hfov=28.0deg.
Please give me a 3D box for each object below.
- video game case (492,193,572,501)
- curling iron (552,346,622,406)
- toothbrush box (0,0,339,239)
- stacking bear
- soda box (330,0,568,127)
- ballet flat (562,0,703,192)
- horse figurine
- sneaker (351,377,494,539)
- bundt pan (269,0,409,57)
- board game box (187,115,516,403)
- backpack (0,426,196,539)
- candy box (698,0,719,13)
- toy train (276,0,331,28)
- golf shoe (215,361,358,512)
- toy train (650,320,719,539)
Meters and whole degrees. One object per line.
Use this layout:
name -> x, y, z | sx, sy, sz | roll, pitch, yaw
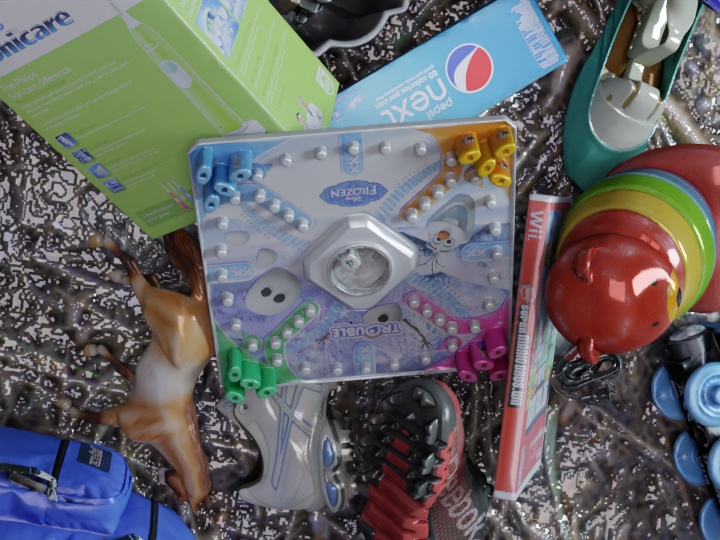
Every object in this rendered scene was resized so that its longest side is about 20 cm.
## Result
video game case -> 0.121, 0.048, 1.003 | 0.017, 0.143, 0.201 | 7, 94, 14
curling iron -> 0.220, 0.025, 1.065 | 0.200, 0.026, 0.050 | -45, 68, -3
toothbrush box -> -0.131, -0.129, 0.892 | 0.145, 0.086, 0.200 | -20, 132, 32
stacking bear -> 0.179, -0.005, 0.948 | 0.113, 0.200, 0.122 | 9, 111, 22
soda box -> 0.041, -0.123, 1.018 | 0.199, 0.068, 0.064 | -30, 97, -3
ballet flat -> 0.198, -0.147, 1.029 | 0.067, 0.070, 0.201 | 18, 93, -11
horse figurine -> -0.141, 0.055, 0.989 | 0.132, 0.050, 0.201 | 28, 112, 28
sneaker -> 0.048, 0.143, 1.004 | 0.098, 0.071, 0.201 | -27, 138, -34
bundt pan -> -0.056, -0.237, 0.977 | 0.201, 0.076, 0.203 | 2, 84, -24
board game box -> 0.000, 0.000, 0.916 | 0.199, 0.026, 0.201 | -5, 128, -2
backpack -> -0.203, 0.202, 0.966 | 0.199, 0.163, 0.169 | 15, 103, -9
candy box -> 0.232, -0.301, 0.957 | 0.169, 0.077, 0.200 | 43, 105, 20
toy train -> -0.017, -0.252, 0.936 | 0.046, 0.034, 0.201 | 22, 77, -17
golf shoe -> -0.058, 0.076, 1.023 | 0.097, 0.078, 0.201 | -5, 94, 1
toy train -> 0.292, 0.125, 1.057 | 0.114, 0.087, 0.201 | -21, 94, -13
